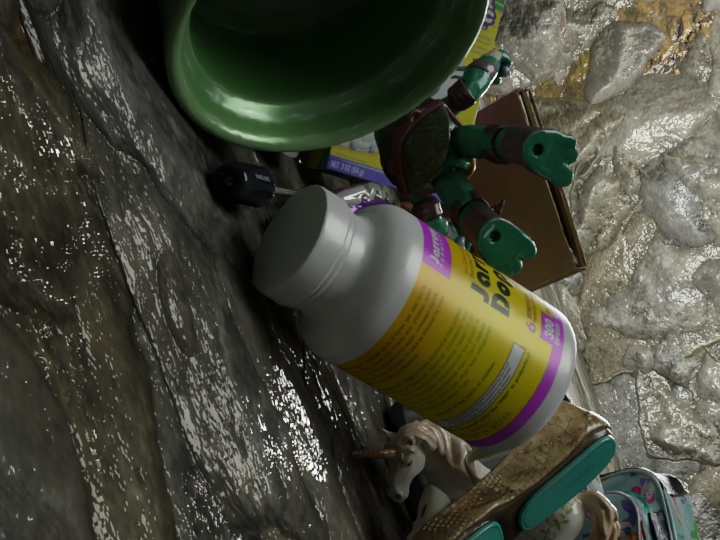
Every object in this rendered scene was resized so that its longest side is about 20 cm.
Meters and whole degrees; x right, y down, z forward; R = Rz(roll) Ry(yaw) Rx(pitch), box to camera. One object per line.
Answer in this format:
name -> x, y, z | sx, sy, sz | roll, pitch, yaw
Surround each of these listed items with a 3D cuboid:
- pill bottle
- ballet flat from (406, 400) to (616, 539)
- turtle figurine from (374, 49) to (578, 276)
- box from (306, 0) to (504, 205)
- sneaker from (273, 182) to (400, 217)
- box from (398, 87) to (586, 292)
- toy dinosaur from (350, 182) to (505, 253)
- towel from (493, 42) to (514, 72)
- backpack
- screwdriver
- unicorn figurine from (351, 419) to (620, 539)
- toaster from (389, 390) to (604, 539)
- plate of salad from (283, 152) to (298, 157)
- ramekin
pill bottle -> 0.032, 0.027, 1.008 | 0.199, 0.104, 0.105 | 31, 30, -27
ballet flat -> 0.079, 0.154, 1.053 | 0.065, 0.199, 0.071 | 38, -28, 33
turtle figurine -> 0.064, -0.076, 1.119 | 0.200, 0.100, 0.151 | 38, -59, 58
box -> 0.040, -0.161, 1.252 | 0.048, 0.116, 0.202 | 8, -96, 67
sneaker -> 0.000, 0.000, 1.124 | 0.200, 0.080, 0.089 | 40, 39, -71
box -> 0.101, -0.047, 1.440 | 0.021, 0.199, 0.165 | -10, 78, -43
toy dinosaur -> 0.035, -0.034, 1.365 | 0.200, 0.134, 0.086 | 117, -4, -76
towel -> 0.045, -0.244, 1.385 | 0.200, 0.023, 0.144 | 42, 4, -30
backpack -> 0.198, 0.274, 1.343 | 0.150, 0.176, 0.202 | 10, 66, -61
screwdriver -> -0.053, -0.050, 1.050 | 0.029, 0.028, 0.200 | 42, 8, 14
unicorn figurine -> 0.085, 0.171, 1.131 | 0.074, 0.198, 0.139 | -99, -168, -65
toaster -> 0.105, 0.142, 1.237 | 0.200, 0.128, 0.115 | 52, 19, -57
plate of salad -> -0.074, -0.177, 1.140 | 0.200, 0.048, 0.202 | -21, 90, -79
ramekin -> -0.031, -0.175, 0.971 | 0.200, 0.199, 0.098 | 54, 11, -55
